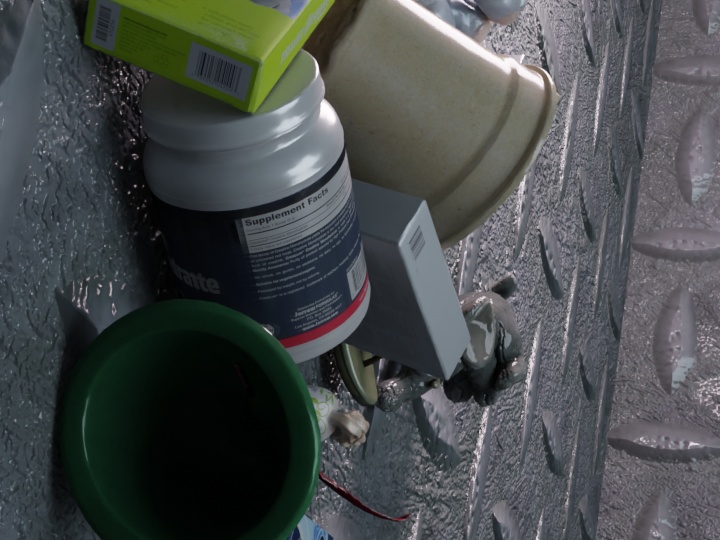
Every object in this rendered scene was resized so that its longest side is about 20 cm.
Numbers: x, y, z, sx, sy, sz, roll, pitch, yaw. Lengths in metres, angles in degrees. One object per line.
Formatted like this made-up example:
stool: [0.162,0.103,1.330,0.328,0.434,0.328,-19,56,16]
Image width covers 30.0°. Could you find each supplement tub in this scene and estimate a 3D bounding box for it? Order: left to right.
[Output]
supplement tub: [-0.073,-0.045,0.950,0.140,0.140,0.200,-62,149,-50]

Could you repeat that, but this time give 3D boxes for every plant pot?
plant pot: [0.028,-0.143,1.125,0.183,0.200,0.201,36,51,-24]

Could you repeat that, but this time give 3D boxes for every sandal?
sandal: [0.014,0.031,1.315,0.080,0.057,0.201,27,68,-69]

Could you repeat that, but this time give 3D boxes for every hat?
hat: [-0.089,0.120,0.914,0.200,0.166,0.176,65,6,7]

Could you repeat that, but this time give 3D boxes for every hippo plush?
hippo plush: [0.081,-0.292,1.327,0.161,0.159,0.200,-59,147,-54]

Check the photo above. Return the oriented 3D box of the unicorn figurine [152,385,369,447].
unicorn figurine: [-0.088,0.098,0.976,0.137,0.200,0.074,170,-81,-82]

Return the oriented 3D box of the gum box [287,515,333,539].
gum box: [-0.084,0.254,0.993,0.200,0.045,0.170,54,43,-60]

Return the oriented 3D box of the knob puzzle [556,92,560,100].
knob puzzle: [0.101,-0.118,1.435,0.030,0.220,0.220,41,47,-25]

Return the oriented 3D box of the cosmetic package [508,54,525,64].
cosmetic package: [0.074,-0.148,1.342,0.200,0.151,0.052,-64,148,-48]

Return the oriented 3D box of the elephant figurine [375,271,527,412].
elephant figurine: [0.098,0.078,1.505,0.200,0.141,0.155,24,41,-53]

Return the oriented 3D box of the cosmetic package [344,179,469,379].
cosmetic package: [0.000,0.000,1.128,0.052,0.151,0.200,-60,150,-26]

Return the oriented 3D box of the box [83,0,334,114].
box: [-0.087,-0.192,0.911,0.200,0.122,0.048,-63,174,-49]
